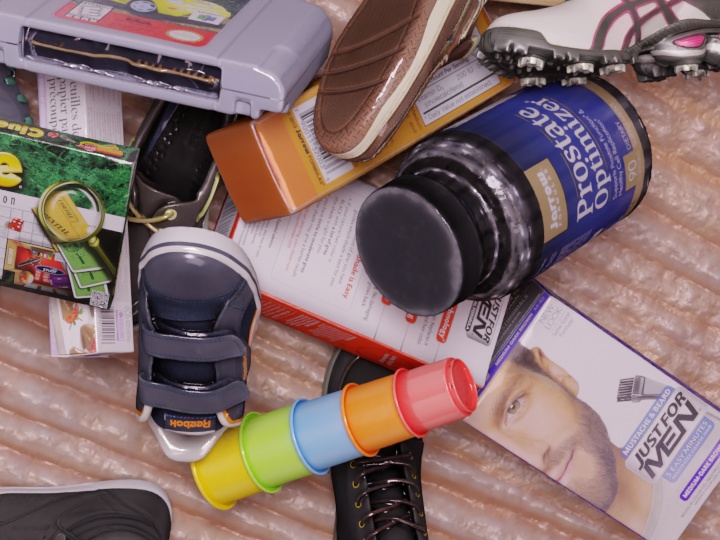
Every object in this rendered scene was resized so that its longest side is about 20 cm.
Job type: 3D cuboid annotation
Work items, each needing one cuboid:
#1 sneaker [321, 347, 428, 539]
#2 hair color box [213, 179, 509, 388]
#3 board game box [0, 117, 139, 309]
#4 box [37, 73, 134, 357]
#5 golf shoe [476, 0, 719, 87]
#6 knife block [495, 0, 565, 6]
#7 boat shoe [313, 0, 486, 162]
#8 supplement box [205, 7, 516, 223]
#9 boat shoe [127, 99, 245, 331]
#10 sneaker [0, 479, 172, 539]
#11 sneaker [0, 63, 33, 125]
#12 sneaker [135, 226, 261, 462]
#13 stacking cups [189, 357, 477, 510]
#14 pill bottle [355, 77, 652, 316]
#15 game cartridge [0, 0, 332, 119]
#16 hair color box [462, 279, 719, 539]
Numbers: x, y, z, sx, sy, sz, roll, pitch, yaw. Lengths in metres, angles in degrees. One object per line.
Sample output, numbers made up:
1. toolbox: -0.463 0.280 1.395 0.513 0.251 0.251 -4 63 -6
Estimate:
1. sneaker: 0.021 0.146 1.193 0.074 0.106 0.201 -6 106 -12
2. hair color box: 0.000 0.000 1.155 0.199 0.061 0.102 24 73 -18
3. board game box: -0.236 -0.045 1.016 0.199 0.024 0.105 12 118 -3
4. box: -0.173 -0.045 1.086 0.038 0.041 0.202 -6 86 29
5. golf shoe: 0.156 -0.163 1.096 0.199 0.077 0.089 -7 91 -31
6. knife block: 0.118 -0.201 1.145 0.200 0.064 0.176 -40 110 -1
7. boat shoe: 0.044 -0.147 1.050 0.075 0.074 0.203 35 76 -38
8. supplement box: 0.003 -0.103 1.103 0.199 0.066 0.069 -30 101 -31
9. boat shoe: -0.126 -0.055 1.115 0.071 0.061 0.202 26 95 14
10. sneaker: -0.220 0.192 1.152 0.199 0.099 0.071 -9 109 -10
11. sneaker: -0.229 -0.111 1.084 0.088 0.074 0.200 -44 115 -13
12. sneaker: -0.104 0.053 1.093 0.078 0.080 0.200 5 148 1
13. stacking cups: -0.018 0.101 1.153 0.199 0.061 0.061 -23 111 22
14. pill bottle: 0.091 -0.048 1.109 0.200 0.111 0.113 -31 115 -42
15. game cartridge: -0.123 -0.146 1.045 0.199 0.133 0.041 13 115 9
16. hair color box: 0.170 0.104 1.242 0.199 0.065 0.110 33 96 -18
